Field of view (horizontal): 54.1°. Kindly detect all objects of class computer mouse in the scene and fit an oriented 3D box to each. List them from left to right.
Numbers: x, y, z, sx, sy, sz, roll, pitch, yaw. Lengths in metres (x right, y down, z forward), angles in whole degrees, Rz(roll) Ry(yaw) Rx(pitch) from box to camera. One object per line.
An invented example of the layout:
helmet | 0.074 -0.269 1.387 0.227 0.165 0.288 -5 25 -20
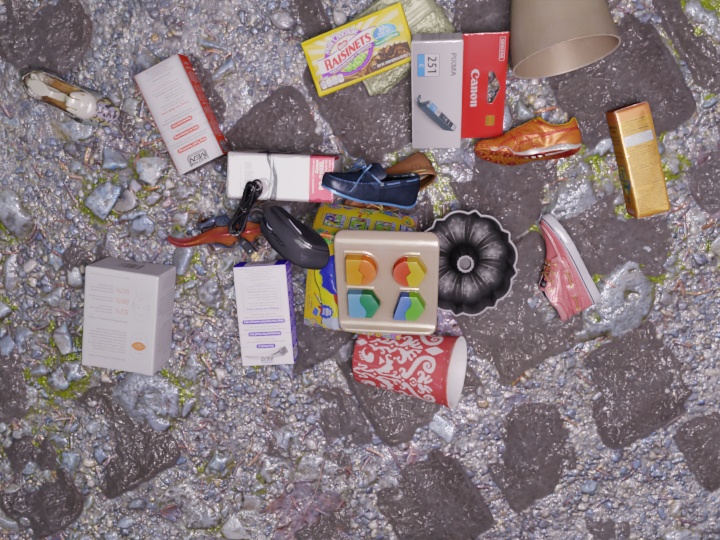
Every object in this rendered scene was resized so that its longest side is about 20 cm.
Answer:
computer mouse | -0.155 -0.049 1.244 0.199 0.046 0.141 42 127 3

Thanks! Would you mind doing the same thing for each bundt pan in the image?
bundt pan | 0.199 -0.020 1.353 0.197 0.076 0.207 1 102 5

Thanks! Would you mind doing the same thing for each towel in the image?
towel | 0.063 -0.435 1.303 0.198 0.037 0.150 -35 97 10

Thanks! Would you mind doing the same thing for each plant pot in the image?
plant pot | 0.334 -0.463 1.216 0.183 0.187 0.205 -11 87 7

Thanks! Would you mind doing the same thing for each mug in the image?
mug | 0.095 0.198 1.366 0.196 0.134 0.181 8 122 22

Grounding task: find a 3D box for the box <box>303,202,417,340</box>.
box | 0.000 0.000 1.323 0.188 0.123 0.204 8 122 3

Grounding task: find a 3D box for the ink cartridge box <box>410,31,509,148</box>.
ink cartridge box | 0.178 -0.322 1.274 0.172 0.045 0.203 0 125 6

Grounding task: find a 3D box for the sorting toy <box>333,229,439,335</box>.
sorting toy | 0.046 0.027 1.239 0.181 0.037 0.204 2 121 7

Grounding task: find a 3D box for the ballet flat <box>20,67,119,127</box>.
ballet flat | -0.566 -0.330 1.361 0.197 0.072 0.073 25 102 -1

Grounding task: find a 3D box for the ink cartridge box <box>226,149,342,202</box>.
ink cartridge box | -0.138 -0.178 1.315 0.195 0.145 0.086 3 101 4

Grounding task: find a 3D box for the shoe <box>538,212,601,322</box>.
shoe | 0.373 -0.002 1.344 0.090 0.072 0.202 -32 102 4

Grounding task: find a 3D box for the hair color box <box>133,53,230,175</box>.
hair color box | -0.339 -0.297 1.352 0.100 0.061 0.203 -22 98 9

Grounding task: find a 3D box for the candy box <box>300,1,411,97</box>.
candy box | -0.002 -0.401 1.286 0.196 0.026 0.104 -19 100 12

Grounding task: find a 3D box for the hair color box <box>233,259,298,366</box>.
hair color box | -0.188 0.084 1.415 0.107 0.065 0.205 -3 99 5

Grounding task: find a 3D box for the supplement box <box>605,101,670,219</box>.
supplement box | 0.510 -0.202 1.296 0.067 0.067 0.204 -17 99 8

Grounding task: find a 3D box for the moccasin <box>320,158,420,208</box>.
moccasin | 0.019 -0.160 1.241 0.197 0.080 0.069 2 117 -38

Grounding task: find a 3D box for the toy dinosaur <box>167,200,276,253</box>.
toy dinosaur | -0.230 -0.060 1.352 0.178 0.200 0.107 6 122 35

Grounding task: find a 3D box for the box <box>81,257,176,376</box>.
box | -0.463 0.089 1.416 0.149 0.106 0.205 8 102 3

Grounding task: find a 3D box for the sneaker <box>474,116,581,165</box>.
sneaker | 0.308 -0.242 1.314 0.195 0.073 0.079 -6 79 2

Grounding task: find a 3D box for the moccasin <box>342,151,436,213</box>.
moccasin | 0.053 -0.143 1.337 0.198 0.079 0.074 -25 137 4
